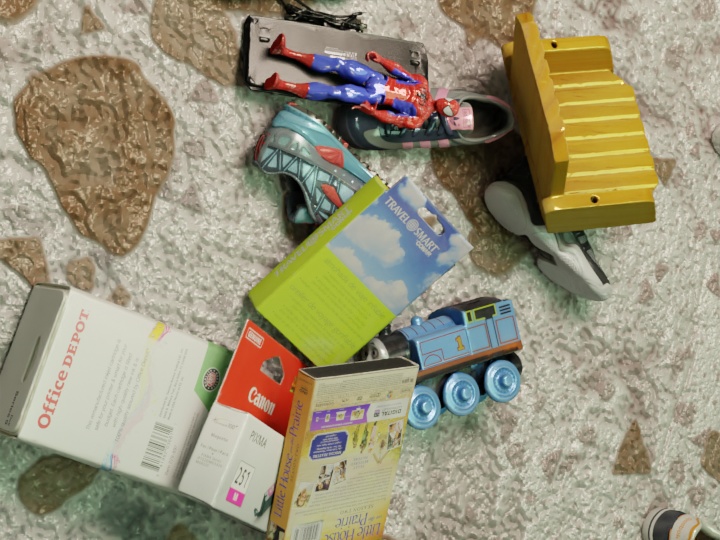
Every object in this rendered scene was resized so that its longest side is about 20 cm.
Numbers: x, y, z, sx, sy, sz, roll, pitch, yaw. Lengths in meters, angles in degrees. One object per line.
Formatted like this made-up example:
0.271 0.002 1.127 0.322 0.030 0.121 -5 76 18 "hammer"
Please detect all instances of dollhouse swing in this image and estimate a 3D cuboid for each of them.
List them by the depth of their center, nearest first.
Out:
0.243 -0.169 1.715 0.181 0.176 0.200 -6 68 -15 "dollhouse swing"

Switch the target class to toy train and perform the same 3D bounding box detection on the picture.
0.084 0.099 1.734 0.200 0.087 0.115 -15 92 -30 "toy train"

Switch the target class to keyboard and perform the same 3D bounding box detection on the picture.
-0.026 -0.216 1.663 0.200 0.040 0.104 7 78 -21 "keyboard"

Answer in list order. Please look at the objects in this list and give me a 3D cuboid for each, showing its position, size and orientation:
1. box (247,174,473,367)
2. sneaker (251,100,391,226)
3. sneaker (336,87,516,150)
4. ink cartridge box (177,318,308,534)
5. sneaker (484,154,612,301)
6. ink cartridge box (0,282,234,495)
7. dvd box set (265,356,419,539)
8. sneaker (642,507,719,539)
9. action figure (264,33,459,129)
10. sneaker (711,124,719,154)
0.000 0.000 1.639 0.200 0.048 0.122 -42 120 6 "box"
-0.033 -0.078 1.662 0.096 0.079 0.200 -48 113 -3 "sneaker"
0.073 -0.162 1.708 0.200 0.082 0.070 -9 98 -33 "sneaker"
-0.091 0.159 1.581 0.174 0.043 0.200 -68 157 -11 "ink cartridge box"
0.234 -0.060 1.824 0.200 0.075 0.114 44 72 -24 "sneaker"
-0.228 0.112 1.523 0.200 0.087 0.146 25 79 -34 "ink cartridge box"
-0.019 0.188 1.617 0.146 0.029 0.201 -5 112 -44 "dvd box set"
0.419 0.368 1.971 0.200 0.079 0.078 49 67 -27 "sneaker"
0.007 -0.183 1.627 0.200 0.052 0.066 13 72 -21 "action figure"
0.522 -0.141 2.013 0.200 0.078 0.099 44 66 -28 "sneaker"
